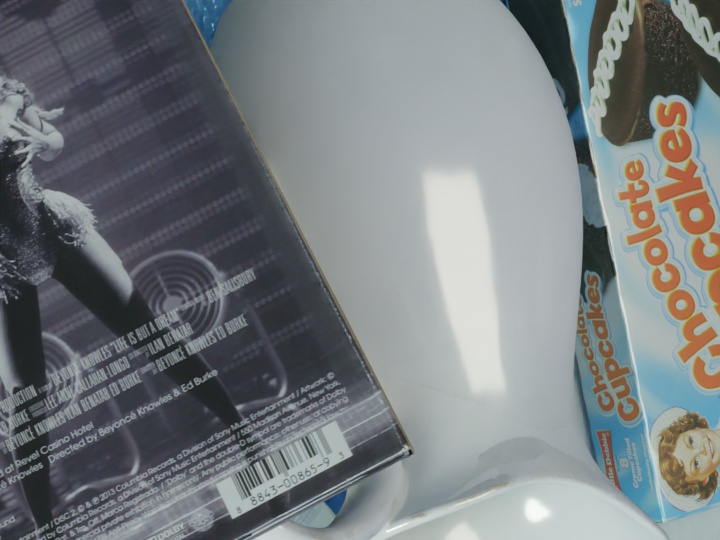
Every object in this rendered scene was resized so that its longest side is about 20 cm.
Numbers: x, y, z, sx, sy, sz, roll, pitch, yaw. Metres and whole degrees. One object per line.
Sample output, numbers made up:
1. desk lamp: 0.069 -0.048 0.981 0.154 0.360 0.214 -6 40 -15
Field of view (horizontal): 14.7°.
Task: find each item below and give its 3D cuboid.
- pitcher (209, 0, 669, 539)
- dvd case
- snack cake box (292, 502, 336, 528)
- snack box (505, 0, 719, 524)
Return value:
1. pitcher: 0.000 0.000 0.860 0.171 0.121 0.201 8 60 -47
2. dvd case: -0.094 -0.002 0.788 0.148 0.016 0.201 -28 75 1
3. snack cake box: -0.071 0.099 0.865 0.200 0.067 0.115 50 65 -19
4. snack box: 0.125 -0.018 1.018 0.116 0.037 0.201 -14 94 -32
